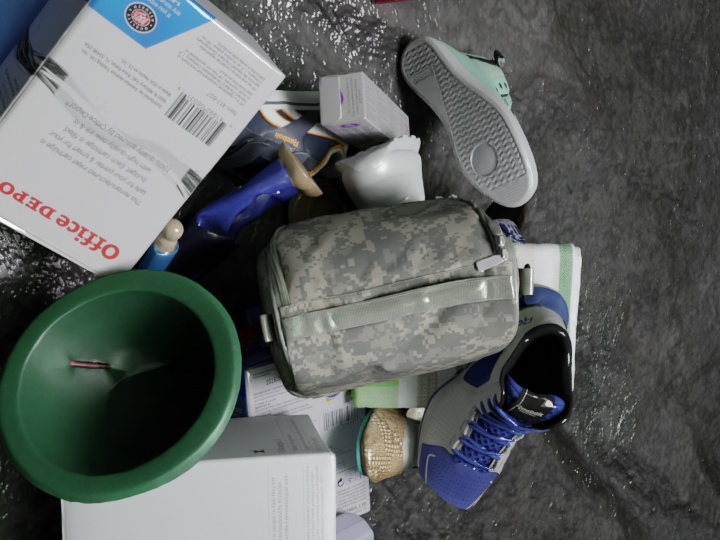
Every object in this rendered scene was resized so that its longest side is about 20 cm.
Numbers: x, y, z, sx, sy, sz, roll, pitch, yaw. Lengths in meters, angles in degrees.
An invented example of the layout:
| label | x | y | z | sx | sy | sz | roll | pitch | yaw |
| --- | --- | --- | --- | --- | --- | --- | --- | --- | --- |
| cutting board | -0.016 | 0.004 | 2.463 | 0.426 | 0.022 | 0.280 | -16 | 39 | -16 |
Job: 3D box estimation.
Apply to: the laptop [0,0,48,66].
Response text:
| label | x | y | z | sx | sy | sz | roll | pitch | yaw |
| --- | --- | --- | --- | --- | --- | --- | --- | --- | --- |
| laptop | -0.237 | -0.243 | 0.739 | 0.178 | 0.199 | 0.104 | 51 | 22 | -35 |

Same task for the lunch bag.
| label | x | y | z | sx | sy | sz | roll | pitch | yaw |
| --- | --- | --- | --- | --- | --- | --- | --- | --- | --- |
| lunch bag | 0.021 | 0.020 | 0.840 | 0.198 | 0.168 | 0.141 | -11 | 95 | -5 |

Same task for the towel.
| label | x | y | z | sx | sy | sz | roll | pitch | yaw |
| --- | --- | --- | --- | --- | --- | --- | --- | --- | --- |
| towel | 0.090 | 0.047 | 0.959 | 0.197 | 0.031 | 0.151 | 0 | 102 | -2 |

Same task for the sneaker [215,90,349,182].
| label | x | y | z | sx | sy | sz | roll | pitch | yaw |
| --- | --- | --- | --- | --- | --- | --- | --- | --- | --- |
| sneaker | -0.081 | -0.109 | 0.919 | 0.199 | 0.078 | 0.080 | -9 | 92 | -43 |

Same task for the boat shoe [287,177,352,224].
| label | x | y | z | sx | sy | sz | roll | pitch | yaw |
| --- | --- | --- | --- | --- | --- | --- | --- | --- | --- |
| boat shoe | -0.001 | 0.002 | 1.022 | 0.073 | 0.063 | 0.202 | -41 | 122 | -31 |

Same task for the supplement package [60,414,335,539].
| label | x | y | z | sx | sy | sz | roll | pitch | yaw |
| --- | --- | --- | --- | --- | --- | --- | --- | --- | --- |
| supplement package | -0.125 | 0.185 | 0.841 | 0.197 | 0.117 | 0.119 | -2 | 98 | -12 |

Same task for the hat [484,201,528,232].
| label | x | y | z | sx | sy | sz | roll | pitch | yaw |
| --- | --- | --- | --- | --- | --- | --- | --- | --- | --- |
| hat | 0.091 | 0.002 | 1.060 | 0.080 | 0.201 | 0.203 | 18 | 83 | -10 |

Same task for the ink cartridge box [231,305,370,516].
| label | x | y | z | sx | sy | sz | roll | pitch | yaw |
| --- | --- | --- | --- | --- | --- | --- | --- | --- | --- |
| ink cartridge box | -0.065 | 0.131 | 0.972 | 0.136 | 0.076 | 0.203 | -13 | 106 | -42 |

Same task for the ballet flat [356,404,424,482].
| label | x | y | z | sx | sy | sz | roll | pitch | yaw |
| --- | --- | --- | --- | --- | --- | --- | --- | --- | --- |
| ballet flat | 0.043 | 0.152 | 1.016 | 0.200 | 0.064 | 0.071 | -22 | 115 | -79 |

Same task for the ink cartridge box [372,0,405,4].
| label | x | y | z | sx | sy | sz | roll | pitch | yaw |
| --- | --- | --- | --- | --- | --- | --- | --- | --- | --- |
| ink cartridge box | 0.122 | -0.315 | 1.037 | 0.199 | 0.144 | 0.084 | -24 | 110 | -39 |

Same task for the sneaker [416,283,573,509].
| label | x | y | z | sx | sy | sz | roll | pitch | yaw |
| --- | --- | --- | --- | --- | --- | --- | --- | --- | --- |
| sneaker | 0.113 | 0.112 | 0.900 | 0.080 | 0.115 | 0.201 | 27 | 102 | -7 |

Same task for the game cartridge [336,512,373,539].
| label | x | y | z | sx | sy | sz | roll | pitch | yaw |
| --- | --- | --- | --- | --- | --- | --- | --- | --- | --- |
| game cartridge | -0.072 | 0.299 | 0.962 | 0.199 | 0.040 | 0.134 | -31 | 148 | -24 |

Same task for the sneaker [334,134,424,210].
| label | x | y | z | sx | sy | sz | roll | pitch | yaw |
| --- | --- | --- | --- | --- | --- | --- | --- | --- | --- |
| sneaker | 0.029 | -0.062 | 0.965 | 0.200 | 0.076 | 0.081 | 29 | 47 | -78 |

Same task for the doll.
| label | x | y | z | sx | sy | sz | roll | pitch | yaw |
| --- | --- | --- | --- | --- | --- | --- | --- | --- | --- |
| doll | -0.126 | -0.023 | 0.864 | 0.199 | 0.136 | 0.049 | -38 | 81 | 3 |

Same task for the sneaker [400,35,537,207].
| label | x | y | z | sx | sy | sz | roll | pitch | yaw |
| --- | --- | --- | --- | --- | --- | --- | --- | --- | --- |
| sneaker | 0.133 | -0.146 | 1.059 | 0.117 | 0.074 | 0.201 | -1 | 52 | -48 |

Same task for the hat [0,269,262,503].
| label | x | y | z | sx | sy | sz | roll | pitch | yaw |
| --- | --- | --- | --- | --- | --- | --- | --- | --- | --- |
| hat | -0.147 | 0.107 | 0.819 | 0.198 | 0.167 | 0.177 | -24 | 153 | -6 |

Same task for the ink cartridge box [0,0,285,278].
| label | x | y | z | sx | sy | sz | roll | pitch | yaw |
| --- | --- | --- | --- | --- | --- | --- | --- | --- | --- |
| ink cartridge box | -0.176 | -0.114 | 0.774 | 0.200 | 0.084 | 0.146 | -48 | 128 | 9 |

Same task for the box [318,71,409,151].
| label | x | y | z | sx | sy | sz | roll | pitch | yaw |
| --- | --- | --- | --- | --- | --- | --- | --- | --- | --- |
| box | 0.007 | -0.132 | 0.956 | 0.200 | 0.038 | 0.042 | 6 | 79 | -77 |
